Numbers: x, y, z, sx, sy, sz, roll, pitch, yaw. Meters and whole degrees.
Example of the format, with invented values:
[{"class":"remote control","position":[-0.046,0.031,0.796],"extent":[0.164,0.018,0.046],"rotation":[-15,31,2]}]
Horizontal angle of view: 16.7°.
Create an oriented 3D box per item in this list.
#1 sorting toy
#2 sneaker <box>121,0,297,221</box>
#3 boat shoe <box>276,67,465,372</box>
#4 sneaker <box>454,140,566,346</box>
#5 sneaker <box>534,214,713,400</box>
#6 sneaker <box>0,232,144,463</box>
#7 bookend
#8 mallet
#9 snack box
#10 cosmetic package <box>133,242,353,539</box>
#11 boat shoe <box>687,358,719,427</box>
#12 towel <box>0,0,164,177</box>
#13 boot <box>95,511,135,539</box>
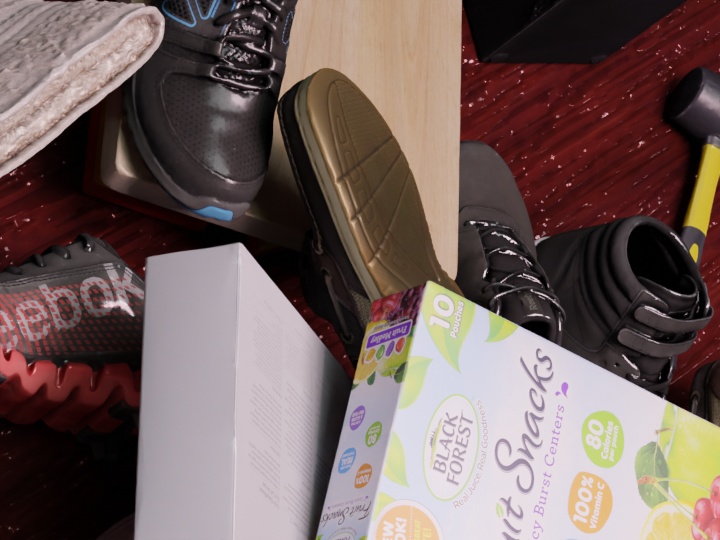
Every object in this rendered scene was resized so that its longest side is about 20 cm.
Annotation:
[{"class":"sorting toy","position":[-0.048,-0.097,1.270],"extent":[0.198,0.070,0.201],"rotation":[18,59,-29]},{"class":"sneaker","position":[-0.065,-0.123,1.170],"extent":[0.073,0.082,0.201],"rotation":[14,63,-32]},{"class":"boat shoe","position":[0.001,0.000,1.182],"extent":[0.201,0.066,0.072],"rotation":[63,34,-21]},{"class":"sneaker","position":[0.074,0.018,1.287],"extent":[0.076,0.091,0.201],"rotation":[4,65,-20]},{"class":"sneaker","position":[0.149,0.062,1.319],"extent":[0.070,0.099,0.201],"rotation":[-3,72,-38]},{"class":"sneaker","position":[-0.156,0.027,1.133],"extent":[0.200,0.071,0.098],"rotation":[14,62,-33]},{"class":"bookend","position":[0.133,-0.248,1.386],"extent":[0.092,0.199,0.201],"rotation":[-3,70,-34]},{"class":"mallet","position":[0.206,-0.024,1.445],"extent":[0.066,0.041,0.201],"rotation":[23,61,-22]},{"class":"snack box","position":[0.081,0.111,1.138],"extent":[0.199,0.053,0.143],"rotation":[27,62,-27]},{"class":"cosmetic package","position":[-0.044,0.098,1.121],"extent":[0.200,0.051,0.151],"rotation":[54,30,-59]},{"class":"boat shoe","position":[0.211,0.146,1.348],"extent":[0.073,0.065,0.201],"rotation":[9,82,-34]},{"class":"towel","position":[-0.197,-0.075,1.118],"extent":[0.200,0.132,0.035],"rotation":[-45,133,-41]},{"class":"boot","position":[-0.104,0.158,1.092],"extent":[0.074,0.095,0.200],"rotation":[52,49,-4]}]
